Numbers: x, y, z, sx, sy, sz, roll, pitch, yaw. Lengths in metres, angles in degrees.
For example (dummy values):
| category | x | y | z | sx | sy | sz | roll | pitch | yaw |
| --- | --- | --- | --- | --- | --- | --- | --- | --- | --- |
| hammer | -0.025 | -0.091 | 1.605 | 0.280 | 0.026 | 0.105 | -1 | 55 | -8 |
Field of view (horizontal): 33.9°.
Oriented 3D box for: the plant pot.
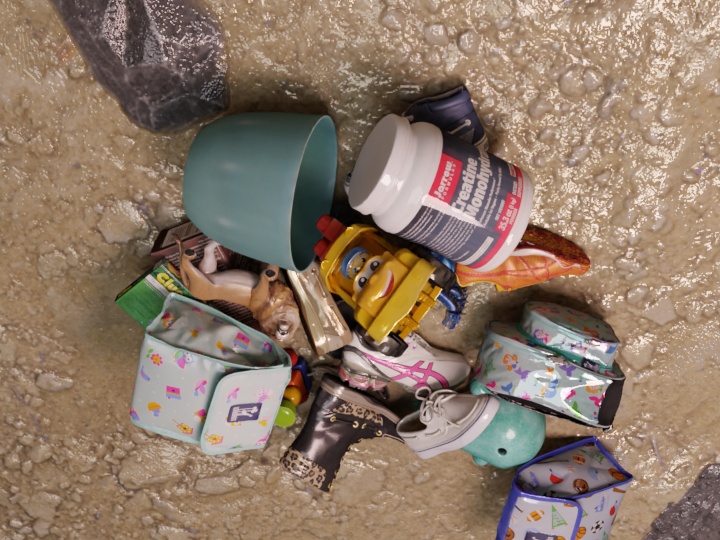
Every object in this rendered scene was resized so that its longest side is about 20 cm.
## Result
| category | x | y | z | sx | sy | sz | roll | pitch | yaw |
| --- | --- | --- | --- | --- | --- | --- | --- | --- | --- |
| plant pot | -0.133 | -0.110 | 1.515 | 0.159 | 0.201 | 0.203 | 11 | 123 | 12 |

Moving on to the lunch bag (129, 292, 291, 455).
| category | x | y | z | sx | sy | sz | roll | pitch | yaw |
| --- | --- | --- | --- | --- | --- | --- | --- | --- | --- |
| lunch bag | -0.199 | 0.152 | 1.602 | 0.198 | 0.122 | 0.172 | 21 | 126 | 2 |

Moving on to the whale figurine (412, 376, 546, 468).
| category | x | y | z | sx | sy | sz | roll | pitch | yaw |
| --- | --- | --- | --- | --- | --- | --- | --- | --- | --- |
| whale figurine | 0.174 | 0.233 | 1.745 | 0.197 | 0.104 | 0.161 | 1 | 122 | 8 |

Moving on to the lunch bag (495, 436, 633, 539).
| category | x | y | z | sx | sy | sz | roll | pitch | yaw |
| --- | --- | --- | --- | --- | --- | --- | --- | --- | --- |
| lunch bag | 0.288 | 0.364 | 1.757 | 0.198 | 0.124 | 0.172 | -9 | 125 | -32 |

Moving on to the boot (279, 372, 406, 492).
| category | x | y | z | sx | sy | sz | roll | pitch | yaw |
| --- | --- | --- | --- | --- | --- | --- | --- | --- | --- |
| boot | -0.020 | 0.251 | 1.734 | 0.199 | 0.073 | 0.152 | 35 | 86 | -44 |

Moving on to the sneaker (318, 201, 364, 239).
| category | x | y | z | sx | sy | sz | roll | pitch | yaw |
| --- | --- | --- | --- | --- | --- | --- | --- | --- | --- |
| sneaker | 0.000 | 0.000 | 1.634 | 0.070 | 0.082 | 0.202 | -29 | 89 | -9 |

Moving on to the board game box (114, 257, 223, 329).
| category | x | y | z | sx | sy | sz | roll | pitch | yaw |
| --- | --- | --- | --- | --- | --- | --- | --- | --- | --- |
| board game box | -0.238 | 0.079 | 1.653 | 0.104 | 0.024 | 0.200 | -32 | 113 | 29 |

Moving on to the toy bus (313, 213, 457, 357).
| category | x | y | z | sx | sy | sz | roll | pitch | yaw |
| --- | --- | --- | --- | --- | --- | --- | --- | --- | --- |
| toy bus | 0.012 | 0.001 | 1.497 | 0.191 | 0.200 | 0.136 | 40 | 92 | 8 |

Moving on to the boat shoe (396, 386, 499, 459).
| category | x | y | z | sx | sy | sz | roll | pitch | yaw |
| --- | --- | --- | --- | --- | --- | --- | --- | --- | --- |
| boat shoe | 0.111 | 0.200 | 1.659 | 0.086 | 0.075 | 0.202 | 39 | 148 | -11 |

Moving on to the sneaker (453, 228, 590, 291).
| category | x | y | z | sx | sy | sz | roll | pitch | yaw |
| --- | --- | --- | --- | --- | --- | --- | --- | --- | --- |
| sneaker | 0.216 | -0.010 | 1.598 | 0.197 | 0.073 | 0.078 | 3 | 125 | -16 |

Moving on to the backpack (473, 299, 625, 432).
| category | x | y | z | sx | sy | sz | roll | pitch | yaw |
| --- | --- | --- | --- | --- | --- | --- | --- | --- | --- |
| backpack | 0.259 | 0.125 | 1.631 | 0.197 | 0.178 | 0.153 | 11 | 100 | 4 |

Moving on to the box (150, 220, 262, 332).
| category | x | y | z | sx | sy | sz | roll | pitch | yaw |
| --- | --- | --- | --- | --- | --- | --- | --- | --- | --- |
| box | -0.201 | 0.023 | 1.670 | 0.099 | 0.075 | 0.202 | -18 | 117 | 16 |

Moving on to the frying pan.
| category | x | y | z | sx | sy | sz | roll | pitch | yaw |
| --- | --- | --- | --- | --- | --- | --- | --- | --- | --- |
| frying pan | 0.013 | 0.103 | 1.721 | 0.115 | 0.031 | 0.190 | -40 | 122 | 20 |

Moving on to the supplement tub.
| category | x | y | z | sx | sy | sz | roll | pitch | yaw |
| --- | --- | --- | --- | --- | --- | --- | --- | --- | --- |
| supplement tub | 0.099 | -0.095 | 1.455 | 0.198 | 0.141 | 0.141 | 23 | 121 | -19 |

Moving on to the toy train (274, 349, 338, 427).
| category | x | y | z | sx | sy | sz | roll | pitch | yaw |
| --- | --- | --- | --- | --- | --- | --- | --- | --- | --- |
| toy train | -0.102 | 0.181 | 1.731 | 0.197 | 0.116 | 0.085 | -9 | 121 | 11 |

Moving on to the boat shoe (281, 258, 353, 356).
| category | x | y | z | sx | sy | sz | roll | pitch | yaw |
| --- | --- | --- | --- | --- | --- | --- | --- | --- | --- |
| boat shoe | -0.068 | 0.014 | 1.640 | 0.064 | 0.071 | 0.202 | -20 | 97 | -9 |

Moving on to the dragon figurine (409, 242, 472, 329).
| category | x | y | z | sx | sy | sz | roll | pitch | yaw |
| --- | --- | --- | --- | --- | --- | --- | --- | --- | --- |
| dragon figurine | 0.113 | -0.014 | 1.625 | 0.098 | 0.059 | 0.202 | 6 | 122 | 2 |

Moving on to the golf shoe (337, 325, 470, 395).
| category | x | y | z | sx | sy | sz | roll | pitch | yaw |
| --- | --- | --- | --- | --- | --- | --- | --- | --- | --- |
| golf shoe | 0.070 | 0.125 | 1.691 | 0.197 | 0.073 | 0.093 | 5 | 119 | -18 |

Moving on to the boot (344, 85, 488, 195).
| category | x | y | z | sx | sy | sz | roll | pitch | yaw |
| --- | --- | --- | --- | --- | --- | --- | --- | --- | --- |
| boot | 0.061 | -0.168 | 1.535 | 0.198 | 0.073 | 0.091 | -20 | 113 | 7 |

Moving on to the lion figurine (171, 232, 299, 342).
| category | x | y | z | sx | sy | sz | roll | pitch | yaw |
| --- | --- | --- | --- | --- | --- | --- | --- | --- | --- |
| lion figurine | -0.169 | 0.022 | 1.592 | 0.198 | 0.073 | 0.123 | 21 | 135 | -1 |
